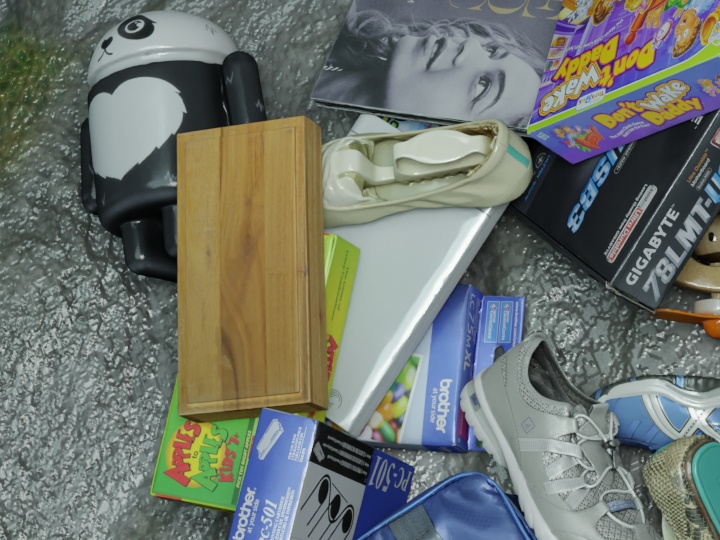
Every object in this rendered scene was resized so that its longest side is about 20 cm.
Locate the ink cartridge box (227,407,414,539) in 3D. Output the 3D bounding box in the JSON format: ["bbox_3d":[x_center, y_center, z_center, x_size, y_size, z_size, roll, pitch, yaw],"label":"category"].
[{"bbox_3d":[-0.024,0.158,1.460,0.044,0.200,0.094,11,80,22],"label":"ink cartridge box"}]

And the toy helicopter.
[{"bbox_3d":[0.281,0.000,1.464,0.199,0.079,0.133,25,79,11],"label":"toy helicopter"}]

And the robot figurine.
[{"bbox_3d":[-0.141,-0.095,1.608,0.149,0.125,0.201,-6,74,-1],"label":"robot figurine"}]

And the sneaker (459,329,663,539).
[{"bbox_3d":[0.142,0.125,1.418,0.200,0.075,0.082,51,123,27],"label":"sneaker"}]

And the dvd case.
[{"bbox_3d":[0.075,-0.171,1.552,0.199,0.016,0.149,11,66,30],"label":"dvd case"}]

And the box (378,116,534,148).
[{"bbox_3d":[0.086,-0.128,1.585,0.110,0.035,0.200,34,89,24],"label":"box"}]

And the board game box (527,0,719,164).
[{"bbox_3d":[0.201,-0.160,1.397,0.200,0.045,0.135,-21,46,52],"label":"board game box"}]

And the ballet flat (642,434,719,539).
[{"bbox_3d":[0.246,0.201,1.417,0.075,0.068,0.201,-28,91,53],"label":"ballet flat"}]

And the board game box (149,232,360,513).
[{"bbox_3d":[-0.073,0.071,1.514,0.101,0.048,0.201,8,80,25],"label":"board game box"}]

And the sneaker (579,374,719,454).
[{"bbox_3d":[0.241,0.116,1.443,0.199,0.076,0.077,5,77,20],"label":"sneaker"}]

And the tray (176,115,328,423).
[{"bbox_3d":[-0.076,-0.001,1.485,0.098,0.037,0.201,-7,76,20],"label":"tray"}]

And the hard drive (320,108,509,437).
[{"bbox_3d":[0.000,0.000,1.545,0.132,0.027,0.200,33,90,26],"label":"hard drive"}]

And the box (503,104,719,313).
[{"bbox_3d":[0.193,-0.094,1.454,0.200,0.050,0.199,-59,24,8],"label":"box"}]

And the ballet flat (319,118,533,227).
[{"bbox_3d":[0.020,-0.073,1.506,0.199,0.069,0.070,-7,74,21],"label":"ballet flat"}]

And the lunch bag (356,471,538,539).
[{"bbox_3d":[0.084,0.243,1.437,0.136,0.132,0.200,-36,67,8],"label":"lunch bag"}]

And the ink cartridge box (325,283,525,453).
[{"bbox_3d":[0.016,0.068,1.559,0.199,0.042,0.120,3,78,19],"label":"ink cartridge box"}]
